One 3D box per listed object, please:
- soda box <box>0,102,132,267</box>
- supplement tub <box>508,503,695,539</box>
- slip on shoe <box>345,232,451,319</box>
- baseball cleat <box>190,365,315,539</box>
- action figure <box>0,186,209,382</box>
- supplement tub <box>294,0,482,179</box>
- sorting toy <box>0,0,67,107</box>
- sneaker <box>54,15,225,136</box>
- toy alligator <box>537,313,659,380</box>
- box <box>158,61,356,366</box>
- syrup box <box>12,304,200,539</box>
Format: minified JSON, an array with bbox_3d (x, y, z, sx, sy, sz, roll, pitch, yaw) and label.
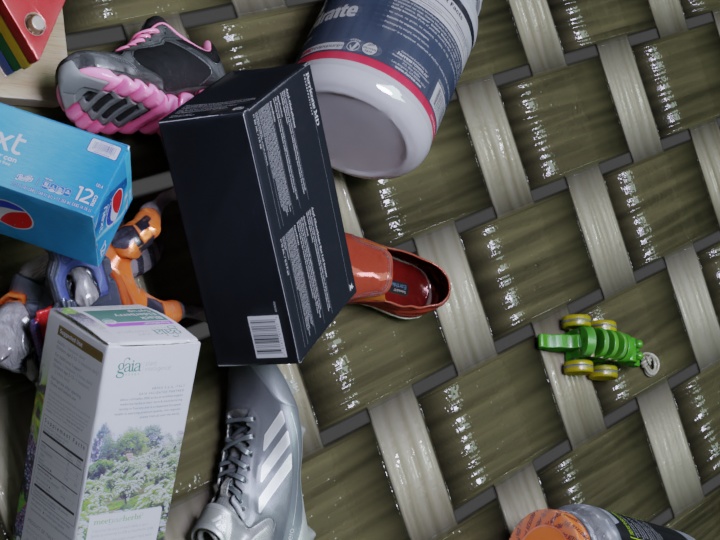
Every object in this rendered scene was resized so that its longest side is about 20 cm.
[{"bbox_3d":[-0.261,-0.074,1.058,0.199,0.068,0.064,19,60,6],"label":"soda box"},{"bbox_3d":[0.237,0.293,1.467,0.199,0.122,0.123,22,66,-37],"label":"supplement tub"},{"bbox_3d":[0.000,0.000,1.361,0.199,0.061,0.074,16,71,-38],"label":"slip on shoe"},{"bbox_3d":[-0.091,0.164,1.231,0.106,0.070,0.201,-10,86,-44],"label":"baseball cleat"},{"bbox_3d":[-0.199,0.040,1.170,0.193,0.104,0.201,-23,123,-37],"label":"action figure"},{"bbox_3d":[0.023,-0.195,1.376,0.140,0.140,0.201,42,54,-28],"label":"supplement tub"},{"bbox_3d":[-0.299,-0.231,1.134,0.199,0.069,0.200,-1,81,-43],"label":"sorting toy"},{"bbox_3d":[-0.172,-0.160,1.229,0.200,0.079,0.096,5,68,-58],"label":"sneaker"},{"bbox_3d":[0.264,0.082,1.590,0.199,0.054,0.060,13,72,-40],"label":"toy alligator"},{"bbox_3d":[-0.075,-0.045,1.201,0.141,0.078,0.201,-47,129,-59],"label":"box"},{"bbox_3d":[-0.183,0.129,1.091,0.079,0.081,0.201,-1,108,-43],"label":"syrup box"}]
